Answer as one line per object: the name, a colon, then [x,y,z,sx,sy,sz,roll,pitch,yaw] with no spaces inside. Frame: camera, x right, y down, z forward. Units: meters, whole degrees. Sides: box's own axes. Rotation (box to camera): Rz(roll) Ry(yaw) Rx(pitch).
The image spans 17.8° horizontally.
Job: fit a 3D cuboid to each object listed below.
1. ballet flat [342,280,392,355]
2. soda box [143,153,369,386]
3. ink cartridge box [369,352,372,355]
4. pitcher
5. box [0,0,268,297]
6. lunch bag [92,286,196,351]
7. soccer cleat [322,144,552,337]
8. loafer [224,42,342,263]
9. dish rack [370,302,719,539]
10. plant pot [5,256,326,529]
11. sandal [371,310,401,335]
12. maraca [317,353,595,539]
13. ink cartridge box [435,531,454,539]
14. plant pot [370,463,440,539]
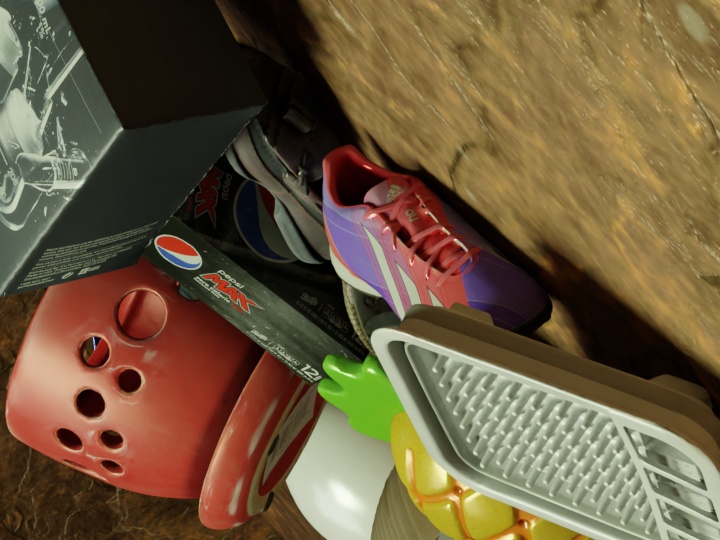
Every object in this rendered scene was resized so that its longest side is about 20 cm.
ballet flat: [0.032,0.035,1.452,0.046,0.067,0.200,36,169,41]
soda box: [-0.076,-0.014,1.477,0.200,0.063,0.071,38,148,-17]
ink cartridge box: [-0.001,0.028,1.622,0.161,0.050,0.200,52,172,-10]
pitcher: [0.043,0.194,1.887,0.200,0.121,0.172,37,-177,13]
box: [-0.174,-0.121,1.320,0.182,0.104,0.200,-46,66,45]
lunch bag: [-0.134,0.050,1.912,0.200,0.127,0.170,54,-155,1]
soccer cleat: [0.034,-0.012,1.268,0.200,0.068,0.073,33,145,57]
loafer: [-0.029,-0.069,1.377,0.063,0.072,0.200,6,152,23]
dish rack: [0.112,0.084,1.168,0.200,0.044,0.172,19,155,29]
plant pot: [-0.121,0.066,1.599,0.182,0.201,0.200,25,165,11]
sandal: [0.057,0.047,1.385,0.200,0.075,0.045,54,-148,-64]
maraca: [0.067,0.102,1.331,0.200,0.107,0.137,26,156,5]
ink cartridge box: [0.135,0.231,1.461,0.200,0.083,0.147,52,-155,-5]
plant pot: [0.070,0.210,1.611,0.201,0.093,0.201,47,-162,-20]
